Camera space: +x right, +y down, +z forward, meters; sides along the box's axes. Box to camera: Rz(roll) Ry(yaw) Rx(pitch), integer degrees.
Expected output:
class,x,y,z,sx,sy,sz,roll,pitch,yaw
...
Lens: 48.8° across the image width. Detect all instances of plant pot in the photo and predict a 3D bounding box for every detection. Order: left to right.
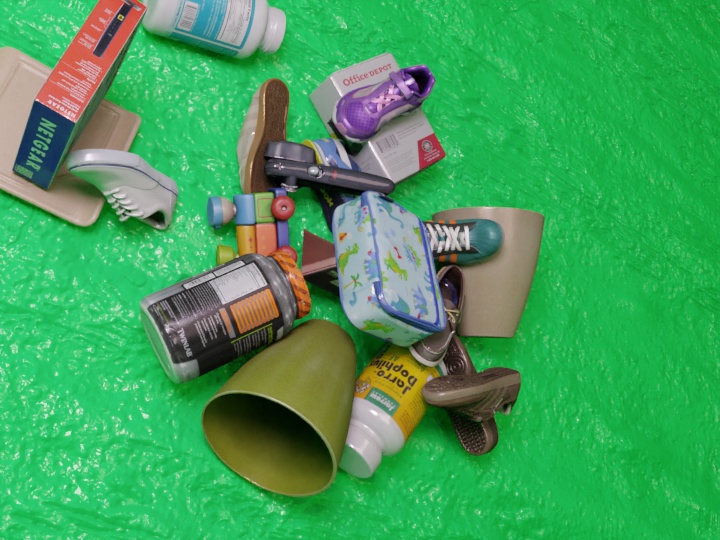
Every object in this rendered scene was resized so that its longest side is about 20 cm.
class,x,y,z,sx,sy,sz,roll,pitch,yaw
plant pot,-0.082,0.163,1.066,0.187,0.187,0.200,46,41,-13
plant pot,0.209,0.010,1.312,0.187,0.187,0.200,5,83,-33

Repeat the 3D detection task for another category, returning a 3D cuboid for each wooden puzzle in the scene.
class,x,y,z,sx,sy,sz,roll,pitch,yaw
wooden puzzle,-0.410,-0.171,1.031,0.200,0.037,0.185,26,62,-20

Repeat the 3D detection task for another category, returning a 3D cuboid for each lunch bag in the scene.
class,x,y,z,sx,sy,sz,roll,pitch,yaw
lunch bag,0.042,-0.003,1.104,0.161,0.082,0.200,27,45,-45

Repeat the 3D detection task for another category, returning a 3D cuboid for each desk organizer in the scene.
class,x,y,z,sx,sy,sz,roll,pitch,yaw
desk organizer,0.000,0.000,1.188,0.200,0.072,0.077,29,55,-46

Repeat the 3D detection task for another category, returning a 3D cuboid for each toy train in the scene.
class,x,y,z,sx,sy,sz,roll,pitch,yaw
toy train,-0.154,-0.015,1.132,0.116,0.085,0.200,-5,97,-19

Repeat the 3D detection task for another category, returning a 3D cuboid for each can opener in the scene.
class,x,y,z,sx,sy,sz,roll,pitch,yaw
can opener,-0.046,-0.139,1.169,0.200,0.063,0.079,12,90,-10

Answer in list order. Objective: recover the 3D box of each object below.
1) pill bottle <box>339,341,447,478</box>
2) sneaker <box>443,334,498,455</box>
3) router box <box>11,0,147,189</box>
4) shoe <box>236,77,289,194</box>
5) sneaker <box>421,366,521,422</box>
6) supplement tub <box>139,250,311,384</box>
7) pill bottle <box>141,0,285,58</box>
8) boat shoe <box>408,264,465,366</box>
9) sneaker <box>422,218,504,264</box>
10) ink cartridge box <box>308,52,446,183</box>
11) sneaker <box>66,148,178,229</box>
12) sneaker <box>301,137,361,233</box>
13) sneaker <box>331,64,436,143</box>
class,x,y,z,sx,sy,sz,roll,pitch,yaw
pill bottle,0.034,0.198,1.156,0.113,0.113,0.200,49,55,-11
sneaker,0.167,0.196,1.280,0.076,0.070,0.200,5,67,-61
router box,-0.336,-0.213,0.945,0.049,0.200,0.180,30,61,-19
shoe,-0.149,-0.190,1.202,0.070,0.053,0.200,19,75,-45
sneaker,0.169,0.192,1.165,0.200,0.070,0.076,-3,99,-41
supplement tub,-0.173,0.054,1.033,0.200,0.123,0.123,-24,89,-23
pill bottle,-0.215,-0.383,1.183,0.200,0.111,0.111,9,69,-32
boat shoe,0.117,0.062,1.185,0.072,0.060,0.200,33,35,-6
sneaker,0.119,-0.043,1.224,0.080,0.200,0.072,1,84,-55
ink cartridge box,0.030,-0.239,1.316,0.148,0.086,0.200,-30,91,-36
sneaker,-0.294,-0.100,1.013,0.200,0.073,0.071,24,60,-66
sneaker,-0.022,-0.122,1.251,0.082,0.074,0.200,-24,90,-39
sneaker,0.043,-0.267,1.228,0.200,0.088,0.081,-34,95,-34
